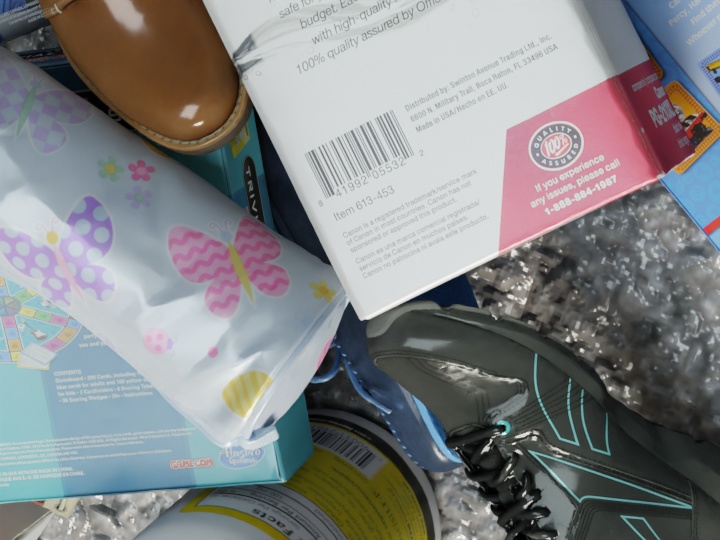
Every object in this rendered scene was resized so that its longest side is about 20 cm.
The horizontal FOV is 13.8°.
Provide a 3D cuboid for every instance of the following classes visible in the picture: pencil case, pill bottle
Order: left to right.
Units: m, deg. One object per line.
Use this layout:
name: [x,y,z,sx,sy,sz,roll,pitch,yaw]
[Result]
pencil case: [-0.102,-0.009,1.253,0.200,0.091,0.083,33,155,5]
pill bottle: [-0.049,0.147,1.350,0.111,0.200,0.112,9,112,23]

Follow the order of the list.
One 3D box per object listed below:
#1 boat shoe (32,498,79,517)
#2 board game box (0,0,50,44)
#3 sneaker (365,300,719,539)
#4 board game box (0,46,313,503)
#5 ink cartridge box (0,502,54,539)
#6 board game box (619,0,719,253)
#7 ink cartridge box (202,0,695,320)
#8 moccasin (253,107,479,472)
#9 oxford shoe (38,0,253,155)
boat shoe: [-0.111,0.038,1.415,0.063,0.071,0.200,39,117,-5]
board game box: [-0.227,-0.191,1.390,0.200,0.062,0.200,-17,100,30]
sneaker: [0.083,0.082,1.289,0.200,0.079,0.075,32,160,-16]
board game box: [-0.113,-0.001,1.334,0.151,0.047,0.200,-5,103,18]
ink cartridge box: [-0.276,0.121,1.517,0.200,0.085,0.145,41,121,8]
board game box: [0.165,-0.105,1.248,0.151,0.037,0.200,-41,89,31]
ink cartridge box: [0.027,-0.103,1.232,0.145,0.084,0.200,-26,91,18]
moccasin: [0.000,0.000,1.354,0.068,0.080,0.200,-26,82,36]
oxford shoe: [-0.116,-0.132,1.257,0.071,0.071,0.200,-38,71,6]
